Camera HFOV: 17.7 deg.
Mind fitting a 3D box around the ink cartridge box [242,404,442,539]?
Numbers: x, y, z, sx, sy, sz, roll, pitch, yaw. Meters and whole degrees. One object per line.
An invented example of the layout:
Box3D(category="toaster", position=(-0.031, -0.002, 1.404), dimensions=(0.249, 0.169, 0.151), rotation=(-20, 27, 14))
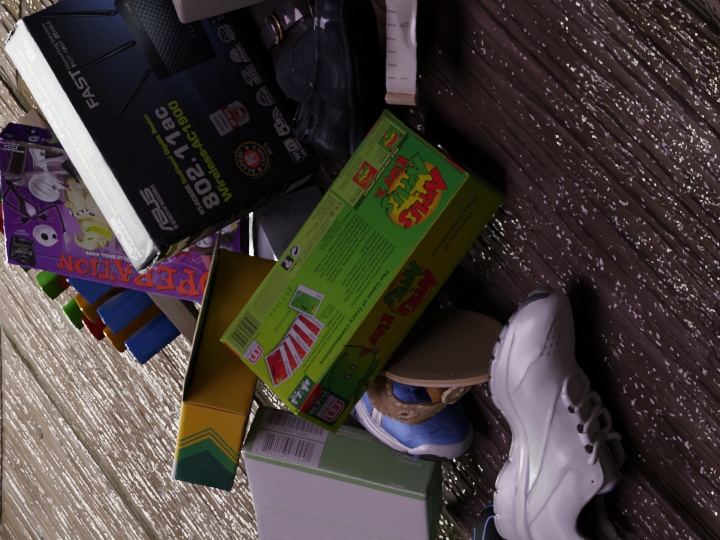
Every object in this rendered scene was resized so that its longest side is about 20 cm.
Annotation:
Box3D(category="ink cartridge box", position=(-0.010, 0.185, 1.775), dimensions=(0.145, 0.048, 0.200), rotation=(12, 150, 10))

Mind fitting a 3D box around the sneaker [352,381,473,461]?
Box3D(category="sneaker", position=(0.018, 0.051, 1.691), dimensions=(0.200, 0.075, 0.077), rotation=(55, 147, 18))

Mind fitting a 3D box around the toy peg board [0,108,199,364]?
Box3D(category="toy peg board", position=(-0.232, -0.006, 1.943), dimensions=(0.200, 0.098, 0.199), rotation=(51, 180, -30))

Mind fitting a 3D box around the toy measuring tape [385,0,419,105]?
Box3D(category="toy measuring tape", position=(0.031, -0.209, 1.518), dimensions=(0.074, 0.073, 0.201), rotation=(40, 143, 44))

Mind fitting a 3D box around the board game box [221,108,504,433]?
Box3D(category="board game box", position=(0.000, 0.000, 1.593), dimensions=(0.200, 0.048, 0.102), rotation=(-54, 48, 5))

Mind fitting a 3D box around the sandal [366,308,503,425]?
Box3D(category="sandal", position=(0.031, 0.074, 1.630), dimensions=(0.211, 0.078, 0.070), rotation=(5, 130, 38))

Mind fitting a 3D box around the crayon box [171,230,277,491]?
Box3D(category="crayon box", position=(-0.100, 0.071, 1.719), dimensions=(0.200, 0.051, 0.126), rotation=(104, 178, -65))

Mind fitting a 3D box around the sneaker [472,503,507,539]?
Box3D(category="sneaker", position=(0.087, 0.250, 1.618), dimensions=(0.070, 0.077, 0.201), rotation=(-48, 36, 47))

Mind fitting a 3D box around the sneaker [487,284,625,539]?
Box3D(category="sneaker", position=(0.138, 0.102, 1.538), dimensions=(0.087, 0.074, 0.201), rotation=(16, 125, 37))

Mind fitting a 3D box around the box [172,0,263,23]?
Box3D(category="box", position=(-0.104, -0.227, 1.564), dimensions=(0.200, 0.068, 0.083), rotation=(128, 125, -85))

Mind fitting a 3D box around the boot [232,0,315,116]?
Box3D(category="boot", position=(-0.082, -0.191, 1.726), dimensions=(0.200, 0.069, 0.175), rotation=(-30, 81, 60))

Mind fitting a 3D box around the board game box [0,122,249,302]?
Box3D(category="board game box", position=(-0.182, -0.042, 1.782), dimensions=(0.199, 0.032, 0.121), rotation=(10, 129, 13))

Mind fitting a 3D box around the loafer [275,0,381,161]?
Box3D(category="loafer", position=(-0.025, -0.135, 1.588), dimensions=(0.201, 0.070, 0.069), rotation=(87, -166, -66))

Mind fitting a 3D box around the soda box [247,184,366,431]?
Box3D(category="soda box", position=(-0.026, 0.041, 1.777), dimensions=(0.201, 0.063, 0.068), rotation=(64, 152, 14))

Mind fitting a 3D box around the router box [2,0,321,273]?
Box3D(category="router box", position=(-0.144, -0.121, 1.679), dimensions=(0.201, 0.149, 0.062), rotation=(58, 154, 3))
